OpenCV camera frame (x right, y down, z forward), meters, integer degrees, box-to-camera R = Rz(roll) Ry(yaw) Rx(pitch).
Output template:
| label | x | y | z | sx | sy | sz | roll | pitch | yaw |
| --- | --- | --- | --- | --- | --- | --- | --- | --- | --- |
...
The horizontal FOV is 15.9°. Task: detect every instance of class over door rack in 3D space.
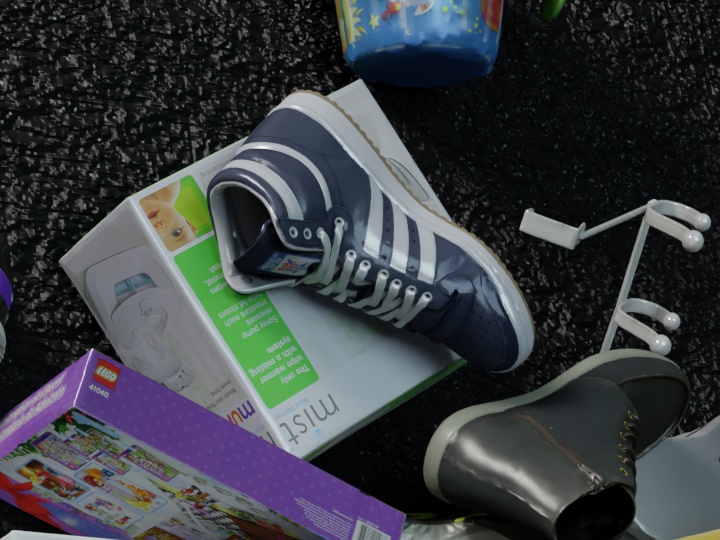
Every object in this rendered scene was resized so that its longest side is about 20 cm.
| label | x | y | z | sx | sy | sz | roll | pitch | yaw |
| --- | --- | --- | --- | --- | --- | --- | --- | --- | --- |
| over door rack | 0.146 | 0.038 | 1.553 | 0.066 | 0.149 | 0.200 | 23 | 15 | 28 |

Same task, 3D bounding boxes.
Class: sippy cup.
| label | x | y | z | sx | sy | sz | roll | pitch | yaw |
| --- | --- | --- | --- | --- | --- | --- | --- | --- | --- |
| sippy cup | 0.037 | -0.188 | 1.634 | 0.140 | 0.176 | 0.131 | 41 | 47 | -71 |

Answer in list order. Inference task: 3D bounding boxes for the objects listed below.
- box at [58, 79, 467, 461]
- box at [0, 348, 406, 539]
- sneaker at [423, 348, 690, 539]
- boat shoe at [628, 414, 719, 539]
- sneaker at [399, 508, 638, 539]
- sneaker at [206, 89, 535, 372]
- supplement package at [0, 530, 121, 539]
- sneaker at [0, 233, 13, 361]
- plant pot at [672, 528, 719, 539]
| label | x | y | z | sx | sy | sz | roll | pitch | yaw |
| --- | --- | --- | --- | --- | --- | --- | --- | --- | --- |
| box | -0.041 | 0.014 | 1.502 | 0.199 | 0.097 | 0.177 | -29 | 84 | -40 |
| box | -0.094 | 0.122 | 1.388 | 0.199 | 0.137 | 0.039 | 30 | 56 | -20 |
| sneaker | 0.140 | 0.109 | 1.465 | 0.199 | 0.106 | 0.075 | -18 | 124 | -39 |
| boat shoe | 0.197 | 0.134 | 1.603 | 0.072 | 0.066 | 0.200 | 55 | 34 | 4 |
| sneaker | 0.064 | 0.176 | 1.485 | 0.198 | 0.075 | 0.077 | -2 | 90 | 2 |
| sneaker | 0.000 | 0.000 | 1.427 | 0.200 | 0.070 | 0.108 | 45 | 45 | 2 |
| supplement package | -0.133 | 0.252 | 1.293 | 0.151 | 0.151 | 0.201 | 9 | 65 | -30 |
| sneaker | -0.273 | -0.027 | 1.387 | 0.199 | 0.069 | 0.100 | 31 | 48 | -24 |
| plant pot | 0.223 | 0.221 | 1.424 | 0.188 | 0.201 | 0.202 | 2 | 67 | -24 |
